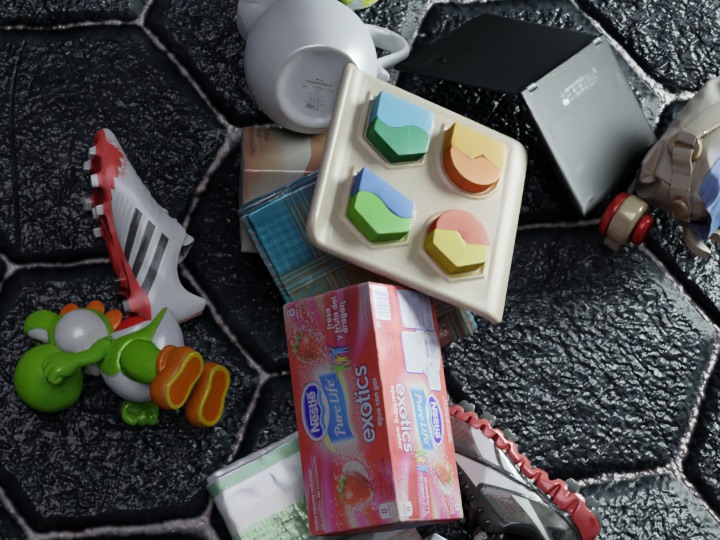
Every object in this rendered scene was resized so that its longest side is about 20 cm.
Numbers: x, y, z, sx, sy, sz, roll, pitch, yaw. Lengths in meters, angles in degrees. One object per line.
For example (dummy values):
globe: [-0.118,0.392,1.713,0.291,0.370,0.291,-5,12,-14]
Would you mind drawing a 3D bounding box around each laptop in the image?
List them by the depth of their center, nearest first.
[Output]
laptop: [0.164,-0.155,1.696,0.187,0.116,0.200,-37,101,-50]

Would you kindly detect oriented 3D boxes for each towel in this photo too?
towel: [-0.028,0.237,1.546,0.149,0.031,0.200,-26,74,-14]
towel: [0.000,0.000,1.577,0.146,0.022,0.200,-27,105,2]

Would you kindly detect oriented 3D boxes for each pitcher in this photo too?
pitcher: [-0.027,-0.201,1.658,0.171,0.122,0.200,7,24,-12]

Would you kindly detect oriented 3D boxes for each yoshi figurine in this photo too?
yoshi figurine: [-0.222,0.095,1.536,0.200,0.113,0.112,14,28,32]

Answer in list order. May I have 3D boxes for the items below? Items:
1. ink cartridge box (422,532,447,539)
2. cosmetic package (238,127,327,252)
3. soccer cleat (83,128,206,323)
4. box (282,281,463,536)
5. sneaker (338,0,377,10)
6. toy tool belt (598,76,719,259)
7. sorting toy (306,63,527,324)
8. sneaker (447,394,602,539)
ink cartridge box: [0.101,0.353,1.484,0.199,0.041,0.200,28,67,-3]
cosmetic package: [-0.011,-0.072,1.626,0.199,0.087,0.103,1,27,-7]
soccer cleat: [-0.199,-0.039,1.627,0.085,0.069,0.201,-11,71,-20]
box: [0.011,0.118,1.495,0.094,0.103,0.201,-15,77,34]
sneaker: [-0.030,-0.345,1.783,0.105,0.076,0.200,-27,70,-36]
toy tool belt: [0.328,-0.079,1.668,0.123,0.125,0.200,34,68,18]
sorting toy: [0.057,-0.069,1.524,0.200,0.036,0.186,25,57,-20]
sneaker: [0.111,0.192,1.553,0.200,0.071,0.098,38,66,9]
